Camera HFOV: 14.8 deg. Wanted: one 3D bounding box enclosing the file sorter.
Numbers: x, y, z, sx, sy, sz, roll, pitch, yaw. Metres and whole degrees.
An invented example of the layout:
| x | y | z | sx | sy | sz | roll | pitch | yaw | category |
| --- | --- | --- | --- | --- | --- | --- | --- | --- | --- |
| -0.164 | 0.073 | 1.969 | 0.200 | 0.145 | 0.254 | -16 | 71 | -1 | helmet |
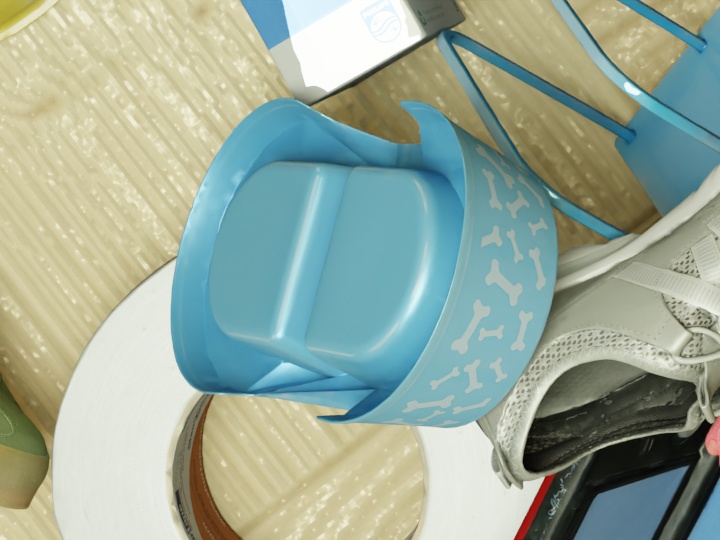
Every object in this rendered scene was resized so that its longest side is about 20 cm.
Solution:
| x | y | z | sx | sy | sz | roll | pitch | yaw | category |
| --- | --- | --- | --- | --- | --- | --- | --- | --- | --- |
| 0.141 | -0.107 | 0.992 | 0.122 | 0.139 | 0.200 | 27 | 111 | -31 | file sorter |

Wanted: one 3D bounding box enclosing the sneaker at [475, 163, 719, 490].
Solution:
| x | y | z | sx | sy | sz | roll | pitch | yaw | category |
| --- | --- | --- | --- | --- | --- | --- | --- | --- | --- |
| 0.125 | 0.017 | 0.930 | 0.199 | 0.082 | 0.075 | -29 | 128 | 21 | sneaker |

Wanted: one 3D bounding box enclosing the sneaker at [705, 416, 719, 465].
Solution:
| x | y | z | sx | sy | sz | roll | pitch | yaw | category |
| --- | --- | --- | --- | --- | --- | --- | --- | --- | --- |
| 0.195 | 0.094 | 1.017 | 0.087 | 0.074 | 0.200 | -39 | 118 | 5 | sneaker |

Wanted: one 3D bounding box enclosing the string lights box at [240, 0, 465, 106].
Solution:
| x | y | z | sx | sy | sz | roll | pitch | yaw | category |
| --- | --- | --- | --- | --- | --- | --- | --- | --- | --- |
| -0.038 | -0.167 | 1.061 | 0.059 | 0.103 | 0.201 | -29 | 92 | 13 | string lights box |

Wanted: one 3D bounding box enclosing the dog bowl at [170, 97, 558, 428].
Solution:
| x | y | z | sx | sy | sz | roll | pitch | yaw | category |
| --- | --- | --- | --- | --- | --- | --- | --- | --- | --- |
| 0.000 | 0.000 | 0.977 | 0.049 | 0.200 | 0.112 | 17 | 85 | -30 | dog bowl |

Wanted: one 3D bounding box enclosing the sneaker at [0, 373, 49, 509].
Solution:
| x | y | z | sx | sy | sz | roll | pitch | yaw | category |
| --- | --- | --- | --- | --- | --- | --- | --- | --- | --- |
| -0.193 | 0.007 | 1.105 | 0.200 | 0.067 | 0.090 | 32 | 98 | 22 | sneaker |

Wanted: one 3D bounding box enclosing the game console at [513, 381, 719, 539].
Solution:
| x | y | z | sx | sy | sz | roll | pitch | yaw | category |
| --- | --- | --- | --- | --- | --- | --- | --- | --- | --- |
| 0.127 | 0.144 | 1.056 | 0.118 | 0.172 | 0.201 | 33 | 109 | 24 | game console |

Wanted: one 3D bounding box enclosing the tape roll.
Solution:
| x | y | z | sx | sy | sz | roll | pitch | yaw | category |
| --- | --- | --- | --- | --- | --- | --- | --- | --- | --- |
| -0.021 | 0.079 | 1.109 | 0.199 | 0.066 | 0.202 | 1 | 96 | 8 | tape roll |

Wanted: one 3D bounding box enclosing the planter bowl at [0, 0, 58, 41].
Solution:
| x | y | z | sx | sy | sz | roll | pitch | yaw | category |
| --- | --- | --- | --- | --- | --- | --- | --- | --- | --- |
| -0.195 | -0.180 | 1.092 | 0.199 | 0.083 | 0.202 | 1 | 98 | 8 | planter bowl |
